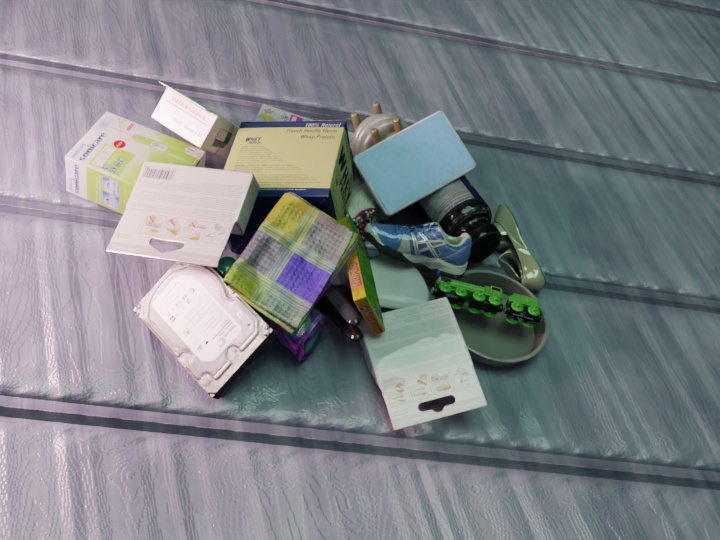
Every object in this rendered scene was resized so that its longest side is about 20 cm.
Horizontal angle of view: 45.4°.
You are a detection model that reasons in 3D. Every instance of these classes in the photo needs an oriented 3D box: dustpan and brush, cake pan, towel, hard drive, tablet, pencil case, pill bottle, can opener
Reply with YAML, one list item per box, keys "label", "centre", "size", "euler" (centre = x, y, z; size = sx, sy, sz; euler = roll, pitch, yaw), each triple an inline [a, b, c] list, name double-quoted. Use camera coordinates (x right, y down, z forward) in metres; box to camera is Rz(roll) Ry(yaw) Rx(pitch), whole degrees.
- label: "dustpan and brush"
  centre: [0.050, -0.003, 1.525]
  size: [0.138, 0.057, 0.202]
  euler: [8, 55, -13]
- label: "cake pan"
  centre: [0.229, 0.086, 1.502]
  size: [0.198, 0.037, 0.202]
  euler: [9, 48, -9]
- label: "towel"
  centre: [-0.105, -0.019, 1.327]
  size: [0.143, 0.023, 0.201]
  euler: [35, 62, -2]
- label: "hard drive"
  centre: [-0.238, 0.078, 1.315]
  size: [0.140, 0.038, 0.200]
  euler: [-46, 71, 0]
- label: "tablet"
  centre: [0.099, -0.197, 1.576]
  size: [0.199, 0.014, 0.131]
  euler: [-29, 81, -12]
- label: "pencil case"
  centre: [-0.154, 0.061, 1.376]
  size: [0.199, 0.086, 0.092]
  euler: [30, 35, 10]
- label: "pill bottle"
  centre: [0.175, -0.113, 1.610]
  size: [0.111, 0.112, 0.201]
  euler: [-16, 56, -28]
- label: "can opener"
  centre: [-0.037, 0.055, 1.386]
  size: [0.078, 0.064, 0.200]
  euler: [-21, 22, -10]

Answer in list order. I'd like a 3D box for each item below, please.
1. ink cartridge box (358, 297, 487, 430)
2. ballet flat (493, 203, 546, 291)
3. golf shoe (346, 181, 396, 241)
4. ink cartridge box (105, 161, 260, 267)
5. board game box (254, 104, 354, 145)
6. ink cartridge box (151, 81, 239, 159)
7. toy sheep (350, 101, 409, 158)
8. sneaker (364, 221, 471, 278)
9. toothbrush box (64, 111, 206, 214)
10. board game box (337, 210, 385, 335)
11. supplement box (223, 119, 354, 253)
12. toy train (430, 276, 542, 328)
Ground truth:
- label: "ink cartridge box"
  centre: [0.096, 0.153, 1.383]
  size: [0.158, 0.047, 0.201]
  euler: [-13, 61, -11]
- label: "ballet flat"
  centre: [0.281, -0.043, 1.617]
  size: [0.069, 0.070, 0.201]
  euler: [-7, 52, -22]
- label: "golf shoe"
  centre: [0.001, -0.111, 1.595]
  size: [0.091, 0.076, 0.200]
  euler: [26, 43, 28]
- label: "ink cartridge box"
  centre: [-0.279, -0.083, 1.361]
  size: [0.198, 0.045, 0.178]
  euler: [8, 63, 17]
- label: "board game box"
  centre: [-0.119, -0.247, 1.692]
  size: [0.198, 0.034, 0.135]
  euler: [17, 47, -2]
- label: "ink cartridge box"
  centre: [-0.295, -0.266, 1.555]
  size: [0.117, 0.068, 0.200]
  euler: [32, 4, 13]
- label: "toy sheep"
  centre: [0.047, -0.241, 1.663]
  size: [0.136, 0.139, 0.200]
  euler: [-5, 32, -21]
- label: "sneaker"
  centre: [0.101, -0.054, 1.499]
  size: [0.198, 0.078, 0.076]
  euler: [16, 23, -16]
- label: "toothbrush box"
  centre: [-0.393, -0.175, 1.511]
  size: [0.198, 0.087, 0.146]
  euler: [22, 47, 4]
- label: "board game box"
  centre: [0.000, 0.000, 1.406]
  size: [0.030, 0.096, 0.201]
  euler: [-18, 46, 10]
- label: "supplement box"
  centre: [-0.125, -0.147, 1.497]
  size: [0.198, 0.135, 0.201]
  euler: [1, 47, 10]
- label: "toy train"
  centre: [0.217, 0.050, 1.479]
  size: [0.198, 0.042, 0.057]
  euler: [15, 37, -3]
